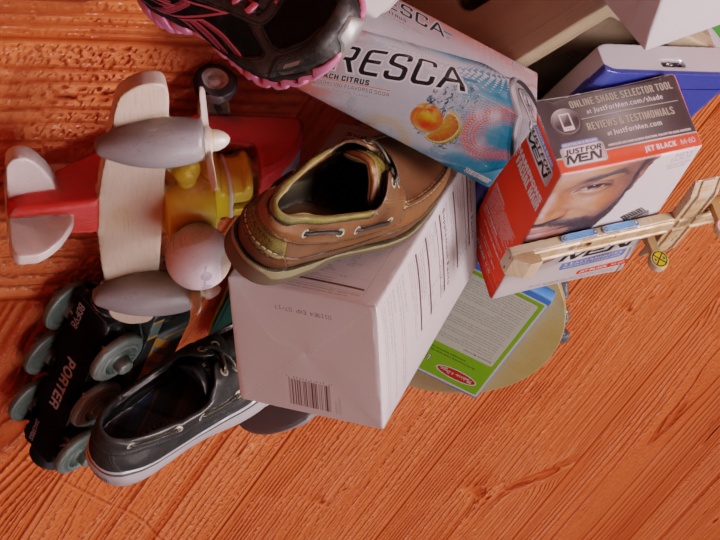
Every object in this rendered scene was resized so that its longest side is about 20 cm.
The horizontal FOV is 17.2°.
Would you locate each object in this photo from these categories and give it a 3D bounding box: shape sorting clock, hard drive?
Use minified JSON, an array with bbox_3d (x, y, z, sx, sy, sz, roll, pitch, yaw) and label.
[{"bbox_3d":[0.062,0.023,1.869,0.199,0.039,0.200,5,130,6],"label":"shape sorting clock"},{"bbox_3d":[0.166,-0.099,1.733,0.132,0.025,0.200,-2,153,-36],"label":"hard drive"}]

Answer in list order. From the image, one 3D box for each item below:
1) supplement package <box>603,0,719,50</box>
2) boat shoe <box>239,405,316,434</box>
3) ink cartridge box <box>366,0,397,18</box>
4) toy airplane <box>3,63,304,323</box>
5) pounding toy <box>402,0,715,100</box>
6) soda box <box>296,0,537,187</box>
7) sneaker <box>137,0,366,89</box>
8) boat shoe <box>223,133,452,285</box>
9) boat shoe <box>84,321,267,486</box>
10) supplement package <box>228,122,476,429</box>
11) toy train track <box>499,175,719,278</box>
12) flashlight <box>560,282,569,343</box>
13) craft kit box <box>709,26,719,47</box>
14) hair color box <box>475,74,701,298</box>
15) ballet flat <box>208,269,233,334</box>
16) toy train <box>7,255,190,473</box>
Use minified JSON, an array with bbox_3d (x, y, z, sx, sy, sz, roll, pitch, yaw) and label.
[{"bbox_3d":[0.204,-0.279,1.545,0.150,0.200,0.152,-20,149,-26],"label":"supplement package"},{"bbox_3d":[-0.015,0.061,1.845,0.199,0.074,0.068,-43,158,24],"label":"boat shoe"},{"bbox_3d":[-0.006,-0.258,1.472,0.144,0.084,0.200,-42,150,12],"label":"ink cartridge box"},{"bbox_3d":[-0.143,-0.041,1.599,0.199,0.141,0.200,-44,151,17],"label":"toy airplane"},{"bbox_3d":[0.157,-0.202,1.708,0.200,0.143,0.184,-30,156,26],"label":"pounding toy"},{"bbox_3d":[0.019,-0.137,1.590,0.200,0.068,0.064,26,125,-14],"label":"soda box"},{"bbox_3d":[-0.085,-0.172,1.424,0.079,0.200,0.095,-60,140,-10],"label":"sneaker"},{"bbox_3d":[0.000,-0.051,1.582,0.200,0.072,0.068,-33,167,-42],"label":"boat shoe"},{"bbox_3d":[-0.118,0.086,1.762,0.200,0.069,0.057,-37,158,-27],"label":"boat shoe"},{"bbox_3d":[0.000,0.000,1.689,0.200,0.113,0.110,-57,151,-47],"label":"supplement package"},{"bbox_3d":[0.196,-0.018,1.704,0.199,0.033,0.115,-12,157,-20],"label":"toy train track"},{"bbox_3d":[0.071,0.043,1.957,0.199,0.068,0.068,-2,177,2],"label":"flashlight"},{"bbox_3d":[0.220,-0.169,1.907,0.197,0.049,0.200,-38,152,12],"label":"craft kit box"},{"bbox_3d":[0.156,-0.057,1.705,0.111,0.064,0.200,-12,156,-17],"label":"hair color box"},{"bbox_3d":[-0.065,0.002,1.852,0.067,0.067,0.200,-39,164,-44],"label":"ballet flat"},{"bbox_3d":[-0.191,0.069,1.794,0.114,0.085,0.200,-25,151,-43],"label":"toy train"}]
